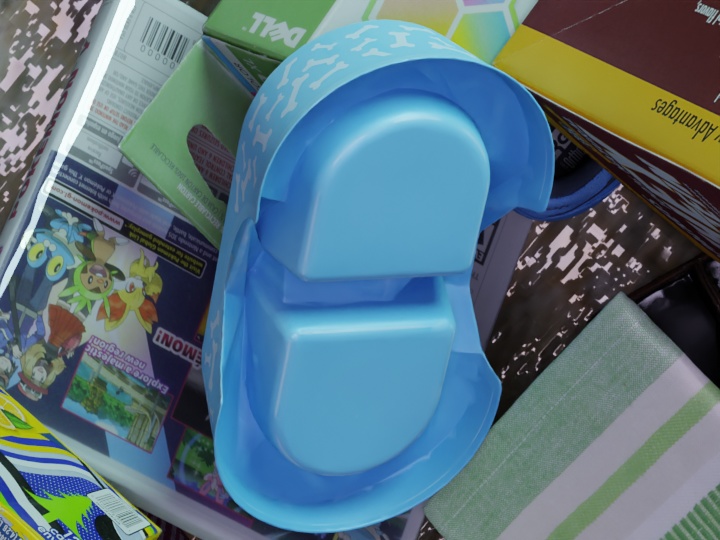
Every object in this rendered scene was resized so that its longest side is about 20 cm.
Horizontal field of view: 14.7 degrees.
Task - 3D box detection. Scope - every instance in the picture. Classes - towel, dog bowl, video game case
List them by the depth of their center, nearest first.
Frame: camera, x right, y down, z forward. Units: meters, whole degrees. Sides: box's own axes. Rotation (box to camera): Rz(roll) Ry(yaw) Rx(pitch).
[{"bbox_3d":[0.000,0.000,1.003,0.111,0.050,0.201,-3,125,-22],"label":"dog bowl"},{"bbox_3d":[0.127,0.120,1.030,0.200,0.023,0.153,46,133,6],"label":"towel"},{"bbox_3d":[-0.043,0.012,1.079,0.199,0.023,0.183,29,69,-22],"label":"video game case"}]

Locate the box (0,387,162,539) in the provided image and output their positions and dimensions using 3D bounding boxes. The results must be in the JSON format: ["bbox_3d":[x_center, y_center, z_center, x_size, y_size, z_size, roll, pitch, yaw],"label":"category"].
[{"bbox_3d":[-0.170,0.059,0.983,0.200,0.064,0.070,40,112,15],"label":"box"}]

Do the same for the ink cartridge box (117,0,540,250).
[{"bbox_3d":[0.011,-0.090,1.037,0.200,0.059,0.104,-55,134,-12],"label":"ink cartridge box"}]

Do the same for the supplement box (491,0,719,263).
[{"bbox_3d":[0.187,-0.091,0.977,0.133,0.197,0.200,37,90,-28],"label":"supplement box"}]

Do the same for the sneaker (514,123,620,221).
[{"bbox_3d":[0.118,-0.105,1.089,0.066,0.078,0.201,33,91,-4],"label":"sneaker"}]

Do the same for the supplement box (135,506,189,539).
[{"bbox_3d":[-0.147,0.104,1.110,0.103,0.131,0.200,-35,98,8],"label":"supplement box"}]

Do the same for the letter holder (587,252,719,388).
[{"bbox_3d":[0.185,0.094,1.100,0.100,0.142,0.201,-29,99,6],"label":"letter holder"}]
